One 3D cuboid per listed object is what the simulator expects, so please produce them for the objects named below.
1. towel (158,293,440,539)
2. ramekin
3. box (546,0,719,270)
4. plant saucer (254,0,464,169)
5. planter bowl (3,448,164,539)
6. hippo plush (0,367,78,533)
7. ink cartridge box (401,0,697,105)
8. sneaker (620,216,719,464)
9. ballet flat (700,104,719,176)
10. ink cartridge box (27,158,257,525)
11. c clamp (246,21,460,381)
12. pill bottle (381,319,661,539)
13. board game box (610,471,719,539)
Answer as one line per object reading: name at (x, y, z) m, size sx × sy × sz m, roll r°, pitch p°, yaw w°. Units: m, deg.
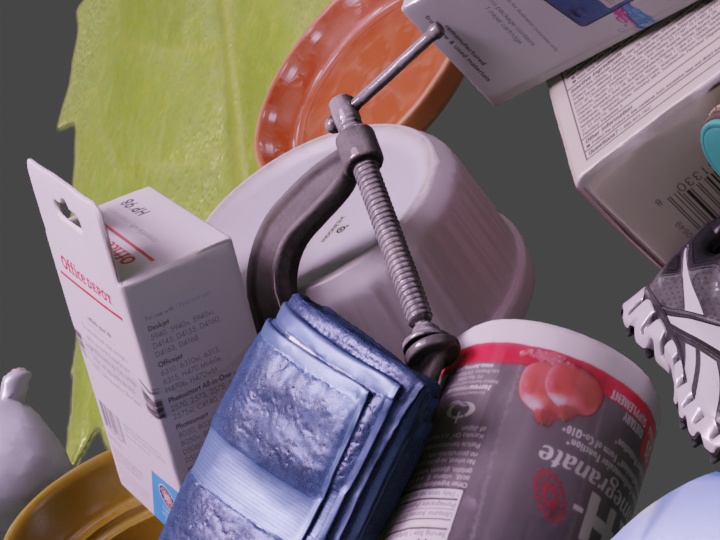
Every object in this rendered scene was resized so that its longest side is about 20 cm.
towel at (-0.044, 0.118, 1.023) m, size 0.111 × 0.048 × 0.201 m, roll 32°, pitch 99°, yaw 41°
ramekin at (-0.008, 0.001, 1.221) m, size 0.201 × 0.094 × 0.203 m, roll -21°, pitch 32°, yaw 14°
box at (0.175, -0.108, 1.131) m, size 0.128 × 0.109 × 0.201 m, roll -37°, pitch 33°, yaw 21°
plant saucer at (0.009, -0.132, 1.458) m, size 0.200 × 0.032 × 0.201 m, roll -34°, pitch 34°, yaw 28°
planter bowl at (-0.091, 0.166, 1.185) m, size 0.199 × 0.084 × 0.201 m, roll -12°, pitch 24°, yaw 5°
hippo plush at (-0.199, 0.161, 1.290) m, size 0.199 × 0.161 × 0.160 m, roll -14°, pitch 46°, yaw 46°
ink cartridge box at (0.127, -0.196, 1.097) m, size 0.199 × 0.087 × 0.146 m, roll -24°, pitch 39°, yaw 33°
sneaker at (0.185, 0.035, 0.992) m, size 0.091 × 0.066 × 0.200 m, roll -58°, pitch 26°, yaw 18°
ballet flat at (0.244, -0.027, 0.977) m, size 0.075 × 0.068 × 0.200 m, roll -32°, pitch 47°, yaw -17°
ink cartridge box at (-0.103, 0.033, 1.131) m, size 0.066 × 0.201 × 0.116 m, roll -22°, pitch 25°, yaw -20°
c clamp at (0.000, 0.000, 1.075) m, size 0.171 × 0.027 × 0.201 m, roll -38°, pitch 53°, yaw 34°
pill bottle at (0.066, 0.134, 1.014) m, size 0.110 × 0.111 × 0.201 m, roll -12°, pitch 48°, yaw 47°
board game box at (0.169, 0.177, 0.897) m, size 0.199 × 0.039 × 0.159 m, roll 17°, pitch 75°, yaw 45°
